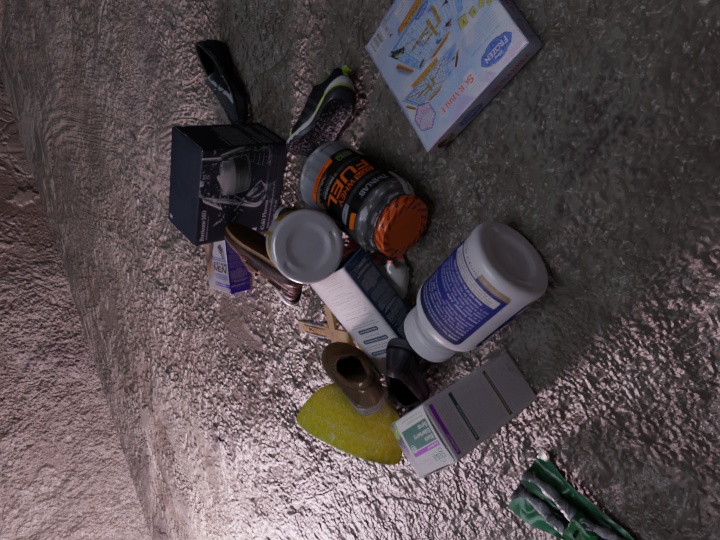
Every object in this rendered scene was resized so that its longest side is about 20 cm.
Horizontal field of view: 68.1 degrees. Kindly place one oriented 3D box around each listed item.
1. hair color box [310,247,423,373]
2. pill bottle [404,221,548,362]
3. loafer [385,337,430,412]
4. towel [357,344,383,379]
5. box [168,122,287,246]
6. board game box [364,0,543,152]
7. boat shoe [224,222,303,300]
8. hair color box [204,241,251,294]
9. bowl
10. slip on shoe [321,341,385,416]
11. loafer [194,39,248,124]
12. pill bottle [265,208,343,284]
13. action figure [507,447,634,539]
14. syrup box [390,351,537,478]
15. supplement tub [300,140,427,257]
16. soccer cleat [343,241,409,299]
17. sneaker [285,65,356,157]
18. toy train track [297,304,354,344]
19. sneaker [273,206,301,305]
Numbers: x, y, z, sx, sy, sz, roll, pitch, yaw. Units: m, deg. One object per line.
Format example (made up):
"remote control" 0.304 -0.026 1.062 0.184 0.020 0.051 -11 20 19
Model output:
"hair color box" 0.019 0.069 0.871 0.100 0.061 0.201 -23 109 49
"pill bottle" 0.147 0.040 0.732 0.120 0.119 0.200 57 135 19
"loafer" 0.066 0.184 0.842 0.071 0.064 0.201 8 143 19
"towel" -0.005 0.102 0.962 0.086 0.018 0.202 129 119 -78
"box" -0.267 -0.178 1.070 0.124 0.195 0.202 37 127 34
"board game box" 0.114 -0.305 0.724 0.200 0.041 0.201 -42 69 45
"boat shoe" -0.191 -0.018 1.021 0.199 0.070 0.071 36 119 22
"hair color box" -0.323 -0.053 1.270 0.108 0.064 0.203 10 107 46
"bowl" -0.003 0.246 0.938 0.199 0.199 0.109 18 84 44
"slip on shoe" -0.020 0.162 0.890 0.061 0.075 0.200 69 170 -27
"loafer" -0.296 -0.396 1.132 0.068 0.070 0.203 -29 79 48
"pill bottle" -0.099 -0.044 0.878 0.200 0.109 0.113 -157 58 -75
"action figure" 0.298 0.350 0.711 0.199 0.054 0.120 34 122 32
"syrup box" 0.143 0.190 0.720 0.082 0.198 0.079 58 137 17
"supplement tub" 0.004 -0.113 0.843 0.199 0.122 0.124 38 127 34
"soccer cleat" 0.000 0.000 0.926 0.198 0.069 0.079 16 117 42
"sneaker" -0.066 -0.275 0.932 0.199 0.071 0.084 -33 53 47
"toy train track" -0.064 0.117 1.058 0.199 0.032 0.117 3 106 56
"sneaker" -0.126 -0.022 1.053 0.099 0.070 0.203 12 106 51
